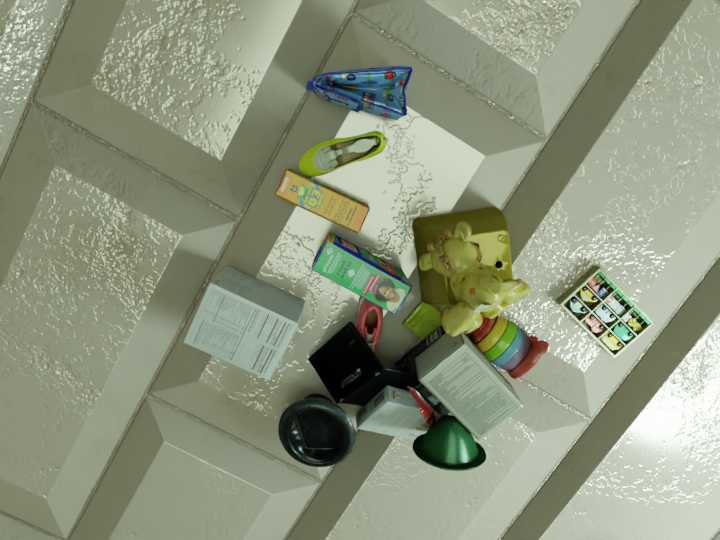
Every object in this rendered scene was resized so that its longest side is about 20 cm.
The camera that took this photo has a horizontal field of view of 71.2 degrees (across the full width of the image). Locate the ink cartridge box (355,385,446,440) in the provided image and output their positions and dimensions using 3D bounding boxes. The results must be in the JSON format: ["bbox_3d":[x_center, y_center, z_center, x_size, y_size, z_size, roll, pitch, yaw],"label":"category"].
[{"bbox_3d":[0.112,0.345,1.204,0.200,0.050,0.162,16,137,-21],"label":"ink cartridge box"}]

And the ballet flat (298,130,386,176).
[{"bbox_3d":[-0.040,-0.251,1.072,0.200,0.067,0.067,-17,104,4],"label":"ballet flat"}]

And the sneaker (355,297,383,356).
[{"bbox_3d":[0.011,0.151,1.161,0.074,0.087,0.200,7,106,-2],"label":"sneaker"}]

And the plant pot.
[{"bbox_3d":[0.229,-0.021,1.069,0.200,0.176,0.200,-8,99,1],"label":"plant pot"}]

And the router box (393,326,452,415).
[{"bbox_3d":[0.201,0.255,1.199,0.157,0.052,0.200,-42,101,17],"label":"router box"}]

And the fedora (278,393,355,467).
[{"bbox_3d":[-0.100,0.370,1.209,0.200,0.092,0.201,1,114,3],"label":"fedora"}]

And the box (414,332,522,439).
[{"bbox_3d":[0.233,0.244,1.105,0.128,0.109,0.200,-41,101,11],"label":"box"}]

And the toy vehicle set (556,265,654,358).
[{"bbox_3d":[0.577,0.098,1.187,0.200,0.027,0.124,42,100,-10],"label":"toy vehicle set"}]

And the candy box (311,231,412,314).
[{"bbox_3d":[0.000,0.000,1.082,0.200,0.169,0.077,27,99,-7],"label":"candy box"}]

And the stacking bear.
[{"bbox_3d":[0.307,0.145,1.159,0.200,0.121,0.114,38,92,1],"label":"stacking bear"}]

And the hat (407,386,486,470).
[{"bbox_3d":[0.200,0.325,1.115,0.165,0.200,0.176,6,97,19],"label":"hat"}]

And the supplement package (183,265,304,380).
[{"bbox_3d":[-0.250,0.112,1.116,0.200,0.152,0.151,26,103,-7],"label":"supplement package"}]

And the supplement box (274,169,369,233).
[{"bbox_3d":[-0.082,-0.151,1.097,0.200,0.069,0.067,24,100,-4],"label":"supplement box"}]

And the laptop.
[{"bbox_3d":[0.014,0.228,1.174,0.200,0.116,0.187,54,128,11],"label":"laptop"}]

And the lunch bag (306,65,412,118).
[{"bbox_3d":[-0.008,-0.361,1.001,0.200,0.151,0.094,6,104,-2],"label":"lunch bag"}]

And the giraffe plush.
[{"bbox_3d":[0.190,0.009,0.918,0.172,0.200,0.162,-34,69,8],"label":"giraffe plush"}]

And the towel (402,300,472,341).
[{"bbox_3d":[0.202,0.158,1.203,0.200,0.018,0.086,38,100,-9],"label":"towel"}]
